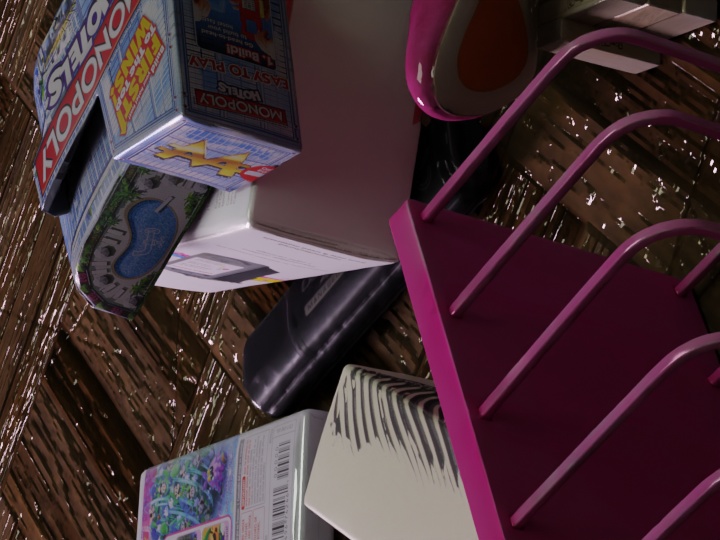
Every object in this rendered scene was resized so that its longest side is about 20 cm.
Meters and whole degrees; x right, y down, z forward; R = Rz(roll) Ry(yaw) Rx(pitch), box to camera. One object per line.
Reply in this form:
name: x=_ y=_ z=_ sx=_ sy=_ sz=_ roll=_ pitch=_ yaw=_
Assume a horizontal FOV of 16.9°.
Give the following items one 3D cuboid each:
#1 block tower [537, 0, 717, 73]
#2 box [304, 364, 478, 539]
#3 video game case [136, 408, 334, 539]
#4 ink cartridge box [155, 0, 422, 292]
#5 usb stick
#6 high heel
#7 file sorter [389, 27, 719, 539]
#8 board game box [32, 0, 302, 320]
block tower: x=0.115 y=-0.187 z=1.005 sx=0.058 sy=0.054 sz=0.200 roll=-16 pitch=67 yaw=59
box: x=0.059 y=0.100 z=0.968 sx=0.200 sy=0.082 sz=0.068 roll=26 pitch=101 yaw=59
video game case: x=-0.068 y=0.183 z=1.217 sx=0.182 sy=0.024 sz=0.200 roll=-25 pitch=59 yaw=56
ink cartridge box: x=-0.052 y=-0.072 z=1.164 sx=0.200 sy=0.086 sz=0.148 roll=-9 pitch=70 yaw=62
usb stick: x=0.000 y=0.000 z=1.159 sx=0.200 sy=0.033 sz=0.056 roll=-50 pitch=33 yaw=41
high heel: x=0.028 y=-0.113 z=1.017 sx=0.096 sy=0.200 sz=0.067 roll=-4 pitch=116 yaw=23
file sorter: x=0.118 y=0.033 z=0.833 sx=0.125 sy=0.139 sz=0.200 roll=-50 pitch=39 yaw=35
board game box: x=-0.094 y=-0.086 z=1.093 sx=0.200 sy=0.062 sz=0.200 roll=-57 pitch=32 yaw=31
